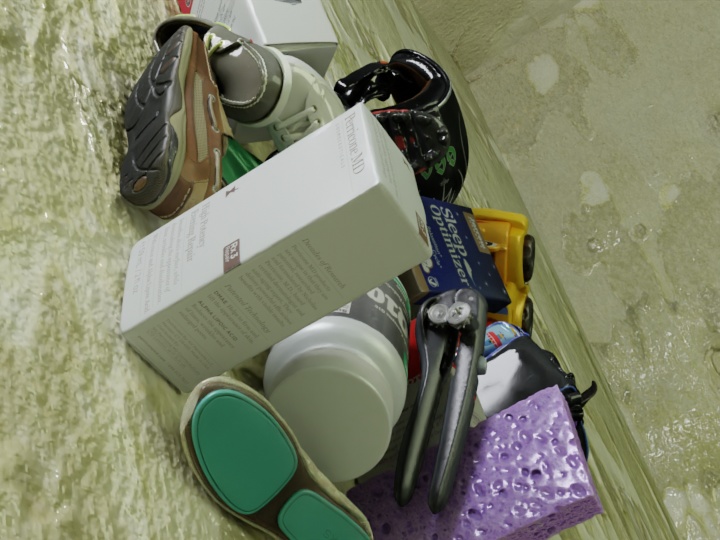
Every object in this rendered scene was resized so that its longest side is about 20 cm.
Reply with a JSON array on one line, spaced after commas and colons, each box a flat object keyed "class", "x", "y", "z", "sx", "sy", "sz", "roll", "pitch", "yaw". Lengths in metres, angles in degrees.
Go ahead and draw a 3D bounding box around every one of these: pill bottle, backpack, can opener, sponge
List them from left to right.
[{"class": "pill bottle", "x": -0.017, "y": 0.073, "z": 0.811, "sx": 0.114, "sy": 0.112, "sz": 0.201, "roll": 55, "pitch": 16, "yaw": -17}, {"class": "can opener", "x": 0.068, "y": 0.099, "z": 0.805, "sx": 0.079, "sy": 0.062, "sz": 0.202, "roll": 70, "pitch": 24, "yaw": -46}, {"class": "sponge", "x": 0.081, "y": 0.176, "z": 0.775, "sx": 0.030, "sy": 0.198, "sz": 0.112, "roll": 51, "pitch": 16, "yaw": -34}, {"class": "backpack", "x": 0.138, "y": 0.178, "z": 1.018, "sx": 0.135, "sy": 0.181, "sz": 0.201, "roll": 51, "pitch": -8, "yaw": 39}]

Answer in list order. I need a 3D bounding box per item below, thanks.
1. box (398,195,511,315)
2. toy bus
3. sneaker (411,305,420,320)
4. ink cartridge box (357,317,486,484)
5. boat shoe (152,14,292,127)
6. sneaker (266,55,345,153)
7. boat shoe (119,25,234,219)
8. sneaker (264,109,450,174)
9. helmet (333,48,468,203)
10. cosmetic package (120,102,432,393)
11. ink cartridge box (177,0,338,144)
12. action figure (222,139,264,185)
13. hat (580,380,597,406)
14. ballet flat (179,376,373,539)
[{"class": "box", "x": 0.093, "y": -0.017, "z": 1.069, "sx": 0.198, "sy": 0.032, "sz": 0.123, "roll": 9, "pitch": 54, "yaw": -51}, {"class": "toy bus", "x": 0.137, "y": 0.044, "z": 1.235, "sx": 0.192, "sy": 0.133, "sz": 0.204, "roll": -49, "pitch": 141, "yaw": -66}, {"class": "sneaker", "x": 0.059, "y": 0.021, "z": 1.177, "sx": 0.201, "sy": 0.074, "sz": 0.094, "roll": -120, "pitch": -148, "yaw": -58}, {"class": "ink cartridge box", "x": 0.054, "y": 0.153, "z": 0.890, "sx": 0.067, "sy": 0.115, "sz": 0.202, "roll": 43, "pitch": 24, "yaw": -47}, {"class": "boat shoe", "x": -0.126, "y": -0.181, "z": 0.899, "sx": 0.060, "sy": 0.073, "sz": 0.201, "roll": 19, "pitch": 11, "yaw": -38}, {"class": "sneaker", "x": -0.033, "y": -0.102, "z": 0.933, "sx": 0.202, "sy": 0.072, "sz": 0.085, "roll": 60, "pitch": 10, "yaw": -29}, {"class": "boat shoe", "x": -0.141, "y": -0.111, "z": 0.803, "sx": 0.073, "sy": 0.075, "sz": 0.202, "roll": 33, "pitch": 38, "yaw": -32}, {"class": "sneaker", "x": 0.001, "y": -0.116, "z": 1.047, "sx": 0.098, "sy": 0.197, "sz": 0.072, "roll": -8, "pitch": 84, "yaw": -74}, {"class": "helmet", "x": 0.032, "y": -0.137, "z": 1.182, "sx": 0.202, "sy": 0.196, "sz": 0.193, "roll": -102, "pitch": -173, "yaw": -48}, {"class": "cosmetic package", "x": -0.058, "y": -0.014, "z": 0.669, "sx": 0.074, "sy": 0.198, "sz": 0.102, "roll": 48, "pitch": 18, "yaw": -34}, {"class": "ink cartridge box", "x": -0.108, "y": -0.250, "z": 1.013, "sx": 0.082, "sy": 0.145, "sz": 0.203, "roll": -8, "pitch": 63, "yaw": -27}, {"class": "action figure", "x": -0.083, "y": -0.053, "z": 0.931, "sx": 0.200, "sy": 0.054, "sz": 0.119, "roll": 49, "pitch": 17, "yaw": -25}, {"class": "hat", "x": 0.197, "y": 0.175, "z": 1.226, "sx": 0.081, "sy": 0.201, "sz": 0.200, "roll": 45, "pitch": 14, "yaw": 8}, {"class": "ballet flat", "x": -0.062, "y": 0.139, "z": 0.679, "sx": 0.201, "sy": 0.067, "sz": 0.062, "roll": 56, "pitch": -12, "yaw": -31}]
